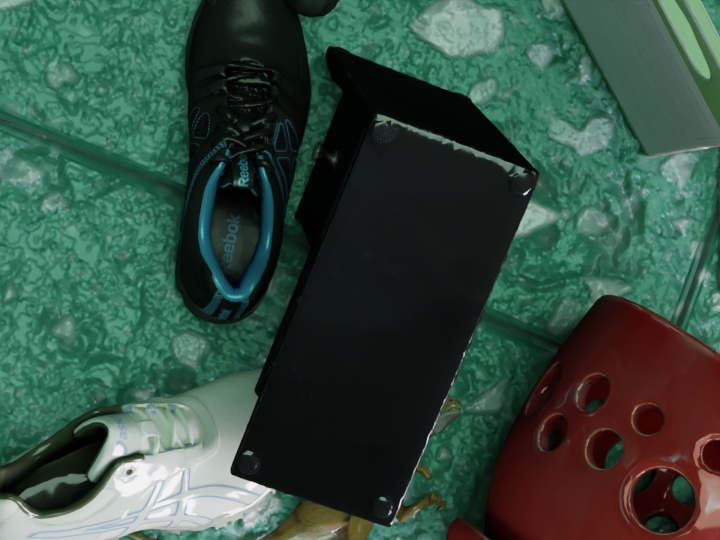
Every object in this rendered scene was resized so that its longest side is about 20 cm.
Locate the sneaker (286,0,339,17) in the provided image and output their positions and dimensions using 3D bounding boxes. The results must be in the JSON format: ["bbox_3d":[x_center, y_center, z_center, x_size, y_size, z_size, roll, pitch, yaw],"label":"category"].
[{"bbox_3d":[0.040,-0.216,1.148,0.115,0.075,0.201,26,76,-16],"label":"sneaker"}]

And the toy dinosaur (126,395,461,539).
[{"bbox_3d":[-0.018,0.146,1.153,0.199,0.060,0.106,-32,63,-13],"label":"toy dinosaur"}]

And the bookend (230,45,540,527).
[{"bbox_3d":[0.000,0.000,1.099,0.092,0.200,0.200,20,103,-12],"label":"bookend"}]

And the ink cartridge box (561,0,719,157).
[{"bbox_3d":[0.170,-0.137,1.117,0.048,0.200,0.146,-30,95,-9],"label":"ink cartridge box"}]

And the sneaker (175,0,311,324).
[{"bbox_3d":[-0.061,-0.071,1.124,0.073,0.082,0.201,3,87,-10],"label":"sneaker"}]

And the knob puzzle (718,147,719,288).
[{"bbox_3d":[0.308,-0.085,1.235,0.218,0.030,0.221,0,89,-13],"label":"knob puzzle"}]

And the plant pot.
[{"bbox_3d":[0.158,0.141,1.114,0.200,0.200,0.183,41,84,-9],"label":"plant pot"}]

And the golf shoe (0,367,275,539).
[{"bbox_3d":[-0.112,0.102,1.094,0.199,0.097,0.078,-27,66,-14],"label":"golf shoe"}]
